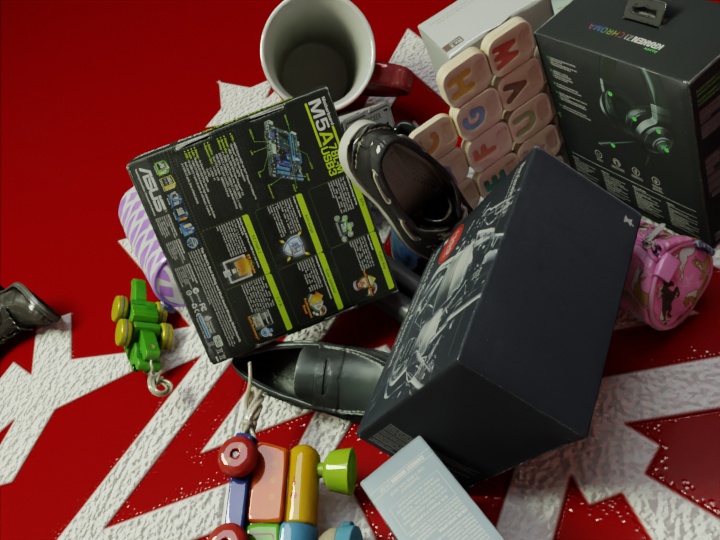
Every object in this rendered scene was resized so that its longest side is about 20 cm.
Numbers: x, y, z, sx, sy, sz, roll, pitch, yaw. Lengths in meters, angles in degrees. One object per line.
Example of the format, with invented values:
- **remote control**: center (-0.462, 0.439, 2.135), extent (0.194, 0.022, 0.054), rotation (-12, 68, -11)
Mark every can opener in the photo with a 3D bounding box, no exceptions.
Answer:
- **can opener**: center (0.000, 0.000, 0.847), extent (0.199, 0.067, 0.053), rotation (30, 65, 37)

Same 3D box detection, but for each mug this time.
- **mug**: center (-0.040, -0.239, 1.013), extent (0.134, 0.177, 0.200), rotation (-50, 7, 0)

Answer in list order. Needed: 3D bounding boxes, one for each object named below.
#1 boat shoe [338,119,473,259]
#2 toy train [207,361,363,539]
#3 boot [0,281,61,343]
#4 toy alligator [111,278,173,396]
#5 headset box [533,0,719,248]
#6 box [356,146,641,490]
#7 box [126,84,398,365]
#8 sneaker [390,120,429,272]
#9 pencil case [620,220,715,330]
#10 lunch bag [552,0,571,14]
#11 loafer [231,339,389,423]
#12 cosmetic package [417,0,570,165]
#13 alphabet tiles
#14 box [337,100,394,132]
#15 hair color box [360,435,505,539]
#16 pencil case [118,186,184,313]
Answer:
- **boat shoe**: center (0.062, -0.061, 0.734), extent (0.074, 0.200, 0.060), rotation (-51, 38, -7)
- **toy train**: center (-0.053, 0.163, 0.683), extent (0.114, 0.085, 0.202), rotation (-5, 58, 11)
- **boot**: center (-0.480, 0.102, 1.030), extent (0.198, 0.069, 0.175), rotation (2, 54, 42)
- **toy alligator**: center (-0.244, 0.086, 0.911), extent (0.055, 0.059, 0.201), rotation (-63, 34, 28)
- **headset box**: center (0.260, -0.147, 0.722), extent (0.093, 0.201, 0.174), rotation (-39, 41, -10)
- **box**: center (0.105, 0.043, 0.632), extent (0.182, 0.103, 0.201), rotation (-48, 13, 56)
- **box**: center (-0.085, -0.040, 0.745), extent (0.191, 0.202, 0.048), rotation (-22, 16, -4)
- **sneaker**: center (0.052, -0.082, 0.865), extent (0.077, 0.090, 0.202), rotation (-19, 45, 13)
- **pencil case**: center (0.209, -0.028, 0.718), extent (0.082, 0.088, 0.200), rotation (-8, 29, -30)
- **lunch bag**: center (0.195, -0.253, 0.938), extent (0.198, 0.078, 0.161), rotation (-28, 28, 6)
- **loafer**: center (-0.033, 0.100, 0.744), extent (0.198, 0.070, 0.069), rotation (5, 85, 36)
- **cosmetic package**: center (0.149, -0.180, 0.819), extent (0.112, 0.201, 0.081), rotation (-30, 41, -1)
- **alphabet tiles**: center (0.141, -0.134, 0.780), extent (0.194, 0.201, 0.015), rotation (-34, 43, -5)
- **box**: center (-0.066, -0.141, 0.966), extent (0.198, 0.061, 0.116), rotation (-8, 17, 32)
- **hair color box**: center (0.084, 0.217, 0.549), extent (0.060, 0.099, 0.200), rotation (-36, 41, -7)
- **pencil case**: center (-0.234, -0.035, 0.992), extent (0.084, 0.085, 0.200), rotation (-52, 42, 12)
